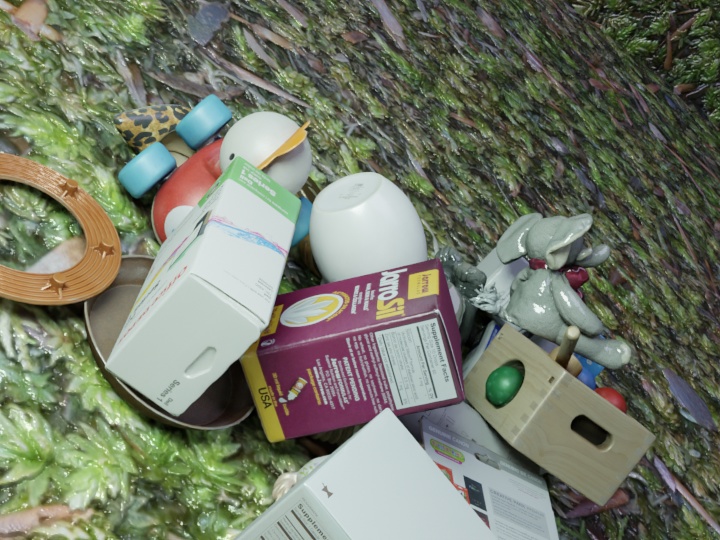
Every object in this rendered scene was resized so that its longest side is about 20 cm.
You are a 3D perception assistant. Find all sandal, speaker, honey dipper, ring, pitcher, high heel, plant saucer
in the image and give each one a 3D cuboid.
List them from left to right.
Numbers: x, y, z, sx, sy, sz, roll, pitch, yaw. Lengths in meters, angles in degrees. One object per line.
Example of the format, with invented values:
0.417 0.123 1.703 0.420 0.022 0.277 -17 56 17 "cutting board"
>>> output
-0.313 -0.047 1.002 0.199 0.019 0.201 24 33 -17 "ring"
-0.184 0.074 1.044 0.199 0.034 0.201 33 31 -23 "plant saucer"
-0.185 -0.112 1.234 0.199 0.071 0.143 15 39 -53 "high heel"
-0.051 -0.033 1.330 0.201 0.054 0.080 61 18 14 "sandal"
0.000 0.000 1.194 0.121 0.170 0.201 -53 131 -43 "pitcher"
0.042 0.186 1.160 0.199 0.038 0.038 19 37 -21 "honey dipper"
0.110 0.193 1.241 0.199 0.081 0.081 37 30 -17 "speaker"

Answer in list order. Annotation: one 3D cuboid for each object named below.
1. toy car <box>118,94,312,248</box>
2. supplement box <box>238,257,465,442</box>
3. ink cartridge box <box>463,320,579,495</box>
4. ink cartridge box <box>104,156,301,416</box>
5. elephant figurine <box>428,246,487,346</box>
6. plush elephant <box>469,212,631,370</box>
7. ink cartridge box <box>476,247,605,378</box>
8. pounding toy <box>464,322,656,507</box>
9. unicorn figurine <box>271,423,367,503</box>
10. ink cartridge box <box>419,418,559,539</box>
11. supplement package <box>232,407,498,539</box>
-0.120 -0.096 1.123 0.185 0.200 0.177 48 61 -8 "toy car"
-0.005 0.077 1.074 0.131 0.198 0.104 -82 157 -67 "supplement box"
0.214 0.184 1.431 0.200 0.047 0.198 46 27 -4 "ink cartridge box"
-0.140 0.011 0.998 0.084 0.145 0.201 36 31 -17 "ink cartridge box"
0.058 0.035 1.322 0.155 0.142 0.199 42 19 24 "elephant figurine"
0.241 0.005 1.333 0.199 0.156 0.165 24 2 -26 "plush elephant"
0.243 0.066 1.513 0.200 0.084 0.145 44 -1 -5 "ink cartridge box"
0.222 0.140 1.229 0.199 0.143 0.184 35 4 -24 "pounding toy"
0.003 0.197 1.047 0.199 0.074 0.138 -12 65 -40 "unicorn figurine"
0.116 0.275 1.138 0.199 0.084 0.177 30 36 -28 "ink cartridge box"
-0.023 0.247 0.872 0.151 0.200 0.152 49 30 6 "supplement package"
